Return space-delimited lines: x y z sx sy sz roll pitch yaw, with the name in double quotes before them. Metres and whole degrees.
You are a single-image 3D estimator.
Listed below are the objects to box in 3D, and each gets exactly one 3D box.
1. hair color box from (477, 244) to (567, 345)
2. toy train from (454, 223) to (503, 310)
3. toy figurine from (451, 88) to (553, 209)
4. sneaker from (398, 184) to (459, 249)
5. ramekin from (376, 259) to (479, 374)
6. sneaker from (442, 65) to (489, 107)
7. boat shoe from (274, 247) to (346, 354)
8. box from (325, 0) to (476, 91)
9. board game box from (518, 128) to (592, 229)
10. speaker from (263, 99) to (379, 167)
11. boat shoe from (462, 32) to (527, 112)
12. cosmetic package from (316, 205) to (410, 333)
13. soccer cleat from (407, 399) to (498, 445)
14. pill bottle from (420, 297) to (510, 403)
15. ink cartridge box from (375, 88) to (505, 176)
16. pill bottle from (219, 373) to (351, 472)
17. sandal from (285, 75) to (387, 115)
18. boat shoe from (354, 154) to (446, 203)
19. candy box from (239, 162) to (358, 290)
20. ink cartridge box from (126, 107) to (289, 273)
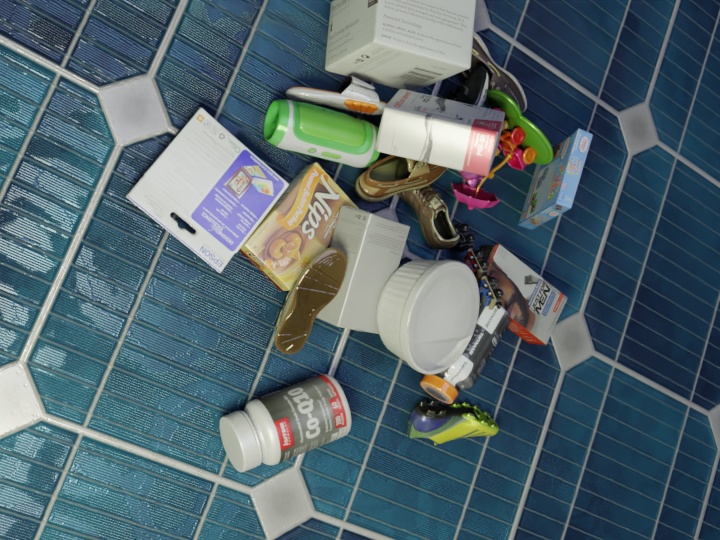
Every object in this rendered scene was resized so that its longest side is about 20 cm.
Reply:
"hair color box" 0.304 0.048 1.782 0.199 0.064 0.111 34 74 -21
"toy train" 0.214 -0.008 1.696 0.045 0.034 0.201 -11 54 -16
"toy figurine" 0.243 -0.208 1.716 0.184 0.150 0.200 -49 131 -11
"sneaker" 0.128 -0.133 1.688 0.070 0.075 0.201 -37 104 -24
"ramekin" 0.113 0.073 1.590 0.202 0.094 0.204 -18 115 -43
"sneaker" 0.168 -0.299 1.697 0.087 0.076 0.201 23 96 -17
"boat shoe" -0.091 0.044 1.535 0.072 0.065 0.201 23 103 -22
"box" 0.068 -0.417 1.598 0.199 0.199 0.132 8 84 -27
"board game box" 0.373 -0.172 1.750 0.036 0.200 0.152 20 78 -6
"speaker" -0.065 -0.239 1.586 0.199 0.088 0.089 11 83 -27
"boat shoe" 0.245 -0.373 1.756 0.200 0.072 0.060 50 48 -13
"cosmetic package" 0.000 0.000 1.578 0.107 0.085 0.201 16 92 -44
"soccer cleat" 0.173 0.295 1.715 0.199 0.065 0.084 12 112 -31
"pill bottle" 0.190 0.148 1.693 0.106 0.106 0.201 40 71 -21
"ink cartridge box" 0.140 -0.241 1.567 0.198 0.147 0.083 14 116 8
"pill bottle" -0.126 0.257 1.518 0.199 0.114 0.115 -18 96 -27
"sandal" -0.031 -0.320 1.611 0.205 0.079 0.060 7 88 -25
"boat shoe" 0.085 -0.183 1.624 0.199 0.074 0.076 -29 79 -21
"candy box" -0.108 -0.076 1.573 0.115 0.055 0.200 46 69 -19
"ink cartridge box" -0.252 -0.131 1.498 0.198 0.043 0.200 41 70 -14
